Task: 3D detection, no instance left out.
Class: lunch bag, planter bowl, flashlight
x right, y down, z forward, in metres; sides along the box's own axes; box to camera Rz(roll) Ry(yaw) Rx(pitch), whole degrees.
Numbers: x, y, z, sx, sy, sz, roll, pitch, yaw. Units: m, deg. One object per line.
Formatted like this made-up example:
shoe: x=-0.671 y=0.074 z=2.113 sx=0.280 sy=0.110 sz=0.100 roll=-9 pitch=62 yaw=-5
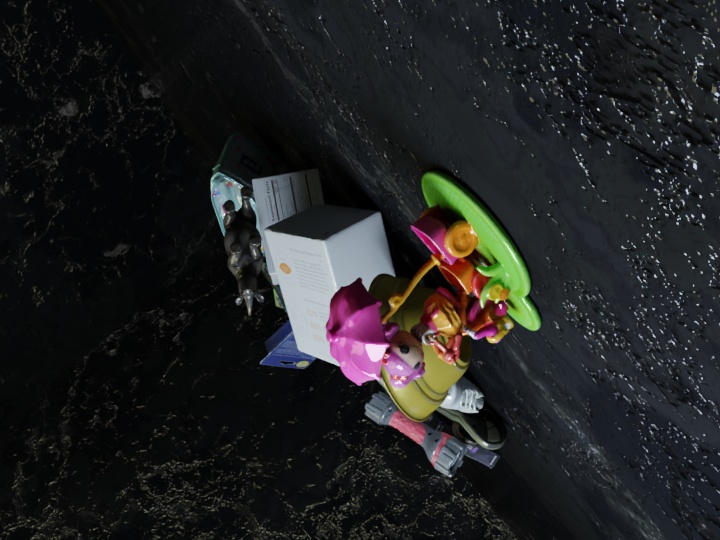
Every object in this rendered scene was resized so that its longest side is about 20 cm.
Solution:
lunch bag: x=-0.216 y=-0.148 z=1.487 sx=0.171 sy=0.120 sz=0.202 roll=-81 pitch=-27 yaw=-52
planter bowl: x=0.091 y=0.089 z=1.007 sx=0.200 sy=0.083 sz=0.202 roll=45 pitch=-145 yaw=-45
flashlight: x=0.096 y=0.292 z=1.392 sx=0.199 sy=0.068 sz=0.068 roll=30 pitch=146 yaw=26

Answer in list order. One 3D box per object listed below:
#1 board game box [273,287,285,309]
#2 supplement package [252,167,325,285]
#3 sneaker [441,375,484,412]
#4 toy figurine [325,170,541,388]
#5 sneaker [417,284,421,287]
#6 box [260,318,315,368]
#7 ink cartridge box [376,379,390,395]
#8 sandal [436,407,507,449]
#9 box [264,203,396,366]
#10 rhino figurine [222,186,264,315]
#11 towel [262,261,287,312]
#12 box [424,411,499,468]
board game box: x=-0.070 y=0.069 z=1.479 sx=0.198 sy=0.030 sz=0.096 roll=19 pitch=153 yaw=7
supplement package: x=-0.113 y=-0.069 z=1.304 sx=0.200 sy=0.109 sz=0.158 roll=134 pitch=125 yaw=-82
sneaker: x=0.171 y=0.207 z=1.320 sx=0.086 sy=0.075 sz=0.200 roll=24 pitch=179 yaw=15
toy figurine: x=0.056 y=0.041 z=0.735 sx=0.201 sy=0.184 sz=0.150 roll=54 pitch=172 yaw=-30
sneaker: x=0.047 y=0.064 z=1.204 sx=0.110 sy=0.078 sz=0.200 roll=14 pitch=165 yaw=18
box: x=-0.089 y=0.112 z=1.408 sx=0.120 sy=0.200 sz=0.033 roll=13 pitch=-137 yaw=-46
ink cartridge box: x=0.059 y=0.181 z=1.431 sx=0.116 sy=0.067 sz=0.200 roll=48 pitch=173 yaw=4
sandal: x=0.197 y=0.281 z=1.394 sx=0.201 sy=0.079 sz=0.058 roll=-155 pitch=70 yaw=-65
box: x=-0.033 y=0.021 z=1.102 sx=0.151 sy=0.106 sz=0.202 roll=13 pitch=123 yaw=50
rhino figurine: x=-0.180 y=-0.023 z=1.202 sx=0.088 sy=0.059 sz=0.202 roll=107 pitch=154 yaw=-62
towel: x=-0.072 y=0.019 z=1.447 sx=0.147 sy=0.198 sz=0.022 roll=52 pitch=139 yaw=45
box: x=0.181 y=0.299 z=1.522 sx=0.142 sy=0.036 sz=0.200 roll=30 pitch=-169 yaw=-20
